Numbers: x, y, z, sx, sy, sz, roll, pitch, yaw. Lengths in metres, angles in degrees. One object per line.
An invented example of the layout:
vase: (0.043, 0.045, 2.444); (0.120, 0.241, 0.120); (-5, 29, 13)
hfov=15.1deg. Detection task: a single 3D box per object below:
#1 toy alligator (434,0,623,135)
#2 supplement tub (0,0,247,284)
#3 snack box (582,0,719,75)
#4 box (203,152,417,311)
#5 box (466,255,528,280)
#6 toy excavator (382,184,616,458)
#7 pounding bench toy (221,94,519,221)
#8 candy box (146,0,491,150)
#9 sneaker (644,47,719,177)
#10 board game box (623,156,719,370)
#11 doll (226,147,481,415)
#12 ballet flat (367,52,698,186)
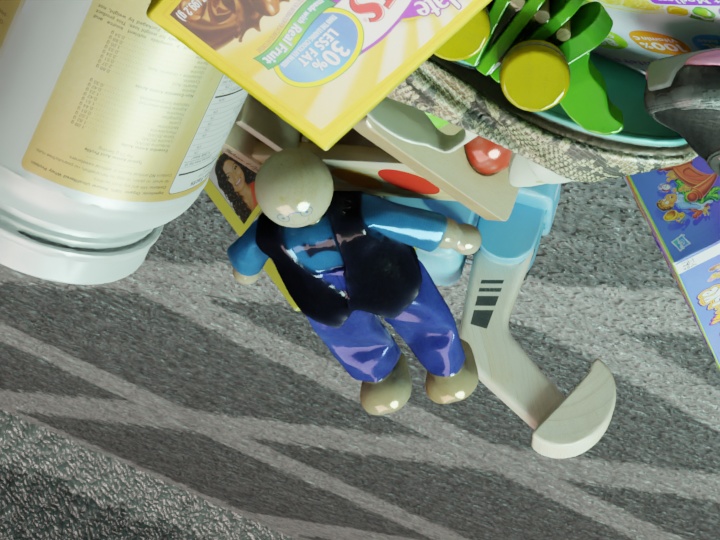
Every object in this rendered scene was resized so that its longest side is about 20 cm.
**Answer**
toy alligator: (0.042, -0.128, 1.165); (0.200, 0.054, 0.059); (32, -155, -12)
supplement tub: (-0.118, -0.109, 1.252); (0.144, 0.200, 0.145); (21, -152, -12)
snack box: (0.154, -0.129, 1.237); (0.168, 0.068, 0.200); (8, 165, 37)
box: (-0.055, -0.067, 1.528); (0.075, 0.050, 0.200); (-7, -129, -49)
box: (0.018, -0.063, 1.749); (0.199, 0.048, 0.193); (17, 165, 9)
toy excavator: (0.069, -0.011, 1.544); (0.194, 0.201, 0.100); (17, 168, 6)
pounding bench toy: (-0.010, -0.122, 1.359); (0.156, 0.125, 0.200); (6, 163, 41)
candy box: (0.008, -0.136, 1.105); (0.102, 0.026, 0.200); (35, 131, -17)
sneaker: (0.204, -0.032, 1.219); (0.200, 0.096, 0.079); (25, 163, -29)
board game box: (0.172, -0.039, 1.450); (0.045, 0.135, 0.200); (-27, 157, 5)
doll: (0.000, 0.000, 1.414); (0.136, 0.049, 0.200); (-11, 141, 21)
ballet flat: (0.059, -0.080, 1.261); (0.199, 0.068, 0.075); (23, 131, 0)
